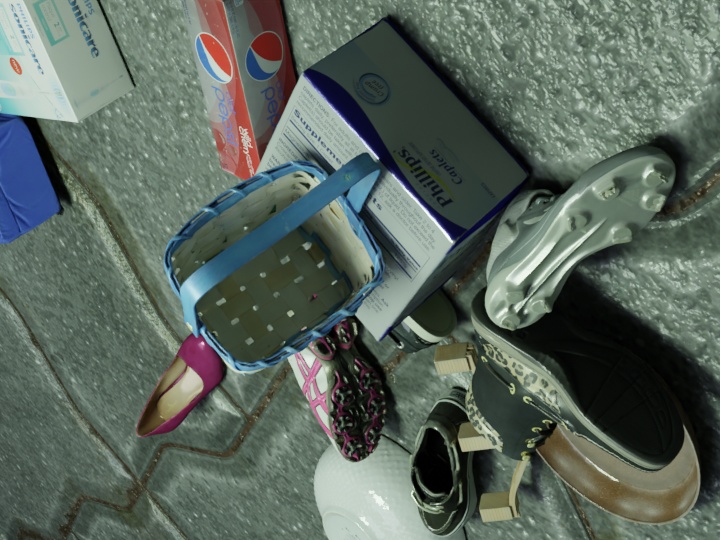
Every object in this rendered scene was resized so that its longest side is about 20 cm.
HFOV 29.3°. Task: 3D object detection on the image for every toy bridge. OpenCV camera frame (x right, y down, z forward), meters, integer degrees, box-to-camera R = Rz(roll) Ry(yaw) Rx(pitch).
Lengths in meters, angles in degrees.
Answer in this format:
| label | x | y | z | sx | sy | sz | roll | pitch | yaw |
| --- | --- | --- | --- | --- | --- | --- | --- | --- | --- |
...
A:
| label | x | y | z | sx | sy | sz | roll | pitch | yaw |
| --- | --- | --- | --- | --- | --- | --- | --- | --- | --- |
| toy bridge | 0.126 | 0.155 | 1.298 | 0.067 | 0.027 | 0.201 | -9 | 119 | 17 |

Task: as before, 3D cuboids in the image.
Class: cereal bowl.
| label | x | y | z | sx | sy | sz | roll | pitch | yaw |
| --- | --- | --- | --- | --- | --- | --- | --- | --- | --- |
| cereal bowl | 0.019 | 0.282 | 1.547 | 0.199 | 0.083 | 0.201 | 33 | 143 | 28 |

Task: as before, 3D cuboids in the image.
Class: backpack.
| label | x | y | z | sx | sy | sz | roll | pitch | yaw |
| --- | --- | --- | --- | --- | --- | --- | --- | --- | --- |
| backpack | -0.508 | -0.127 | 1.757 | 0.199 | 0.167 | 0.164 | 19 | 130 | 48 |

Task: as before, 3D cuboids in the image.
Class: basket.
| label | x | y | z | sx | sy | sz | roll | pitch | yaw |
| --- | --- | --- | --- | --- | --- | --- | --- | --- | --- |
| basket | -0.070 | -0.005 | 1.075 | 0.139 | 0.176 | 0.200 | 54 | 161 | 6 |

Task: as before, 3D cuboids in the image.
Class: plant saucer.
| label | x | y | z | sx | sy | sz | roll | pitch | yaw |
| --- | --- | --- | --- | --- | --- | --- | --- | --- | --- |
| plant saucer | 0.212 | 0.128 | 1.179 | 0.200 | 0.032 | 0.201 | 34 | 146 | 28 |

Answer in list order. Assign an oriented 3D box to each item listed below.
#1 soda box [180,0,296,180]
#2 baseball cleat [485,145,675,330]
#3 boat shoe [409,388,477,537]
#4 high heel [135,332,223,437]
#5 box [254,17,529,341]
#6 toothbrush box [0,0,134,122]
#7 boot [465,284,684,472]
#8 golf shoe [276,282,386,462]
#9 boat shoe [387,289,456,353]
| label | x | y | z | sx | sy | sz | roll | pitch | yaw |
| --- | --- | --- | --- | --- | --- | --- | --- | --- | --- |
| soda box | -0.103 | -0.177 | 1.256 | 0.070 | 0.063 | 0.201 | 26 | 141 | 37 |
| baseball cleat | 0.154 | -0.044 | 1.043 | 0.069 | 0.107 | 0.200 | 25 | 128 | -26 |
| boat shoe | 0.076 | 0.207 | 1.389 | 0.070 | 0.064 | 0.201 | 24 | 135 | 24 |
| high heel | -0.229 | 0.149 | 1.729 | 0.067 | 0.096 | 0.200 | 43 | 148 | 15 |
| box | 0.018 | -0.072 | 1.161 | 0.184 | 0.105 | 0.200 | 48 | 150 | 8 |
| toothbrush box | -0.355 | -0.249 | 1.501 | 0.199 | 0.085 | 0.147 | 12 | 131 | 46 |
| boot | 0.167 | 0.115 | 1.132 | 0.203 | 0.073 | 0.154 | 40 | 151 | 23 |
| golf shoe | -0.032 | 0.105 | 1.450 | 0.092 | 0.072 | 0.201 | 10 | 119 | 57 |
| boat shoe | 0.002 | -0.001 | 1.287 | 0.199 | 0.075 | 0.066 | 42 | 137 | -1 |
